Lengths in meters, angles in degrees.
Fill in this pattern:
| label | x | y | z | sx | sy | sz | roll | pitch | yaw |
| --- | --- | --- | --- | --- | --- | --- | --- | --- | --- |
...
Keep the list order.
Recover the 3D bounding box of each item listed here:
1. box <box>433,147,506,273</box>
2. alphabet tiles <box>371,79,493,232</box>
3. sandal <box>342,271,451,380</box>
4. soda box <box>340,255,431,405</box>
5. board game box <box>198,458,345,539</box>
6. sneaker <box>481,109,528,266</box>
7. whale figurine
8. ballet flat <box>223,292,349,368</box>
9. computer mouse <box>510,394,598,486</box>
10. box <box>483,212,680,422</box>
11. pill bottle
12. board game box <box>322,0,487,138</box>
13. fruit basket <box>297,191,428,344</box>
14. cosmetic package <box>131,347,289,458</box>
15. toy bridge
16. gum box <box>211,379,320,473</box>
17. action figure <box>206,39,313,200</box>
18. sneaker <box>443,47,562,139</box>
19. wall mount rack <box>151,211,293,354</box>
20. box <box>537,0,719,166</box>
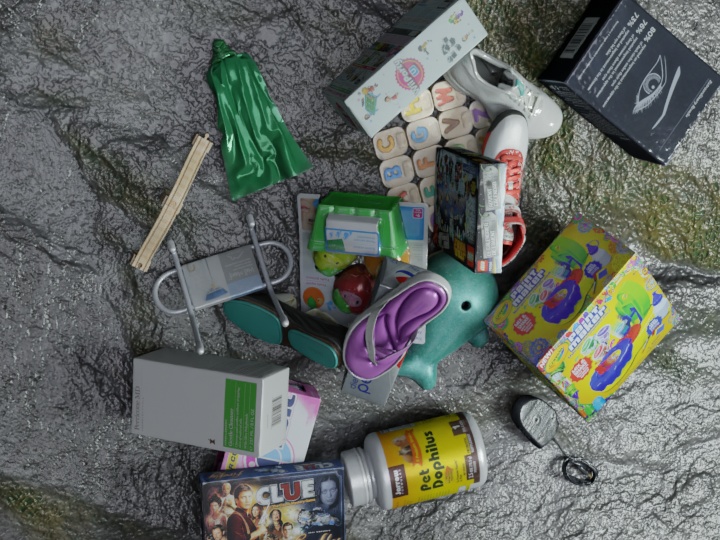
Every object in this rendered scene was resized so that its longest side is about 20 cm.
| label | x | y | z | sx | sy | sz | roll | pitch | yaw |
| --- | --- | --- | --- | --- | --- | --- | --- | --- | --- |
| box | 0.141 | -0.084 | 1.477 | 0.039 | 0.200 | 0.140 | -2 | 102 | -12 |
| alphabet tiles | 0.119 | -0.161 | 1.568 | 0.192 | 0.015 | 0.203 | -17 | 105 | -8 |
| sandal | 0.037 | 0.077 | 1.411 | 0.082 | 0.050 | 0.203 | 29 | 126 | -12 |
| soda box | 0.033 | 0.083 | 1.489 | 0.067 | 0.064 | 0.202 | 17 | 127 | -4 |
| board game box | -0.120 | 0.337 | 1.539 | 0.196 | 0.035 | 0.138 | -4 | 104 | -13 |
| sneaker | 0.199 | -0.106 | 1.518 | 0.066 | 0.108 | 0.204 | 6 | 117 | -23 |
| whale figurine | 0.116 | 0.072 | 1.568 | 0.157 | 0.104 | 0.202 | 28 | 93 | -16 |
| ballet flat | -0.092 | 0.073 | 1.527 | 0.198 | 0.068 | 0.069 | 25 | 134 | 21 |
| computer mouse | 0.290 | 0.258 | 1.686 | 0.059 | 0.034 | 0.200 | -49 | 112 | -17 |
| box | 0.310 | 0.067 | 1.562 | 0.200 | 0.122 | 0.192 | -48 | 135 | 0 |
| pill bottle | 0.074 | 0.274 | 1.598 | 0.196 | 0.109 | 0.111 | -12 | 104 | -9 |
| board game box | 0.053 | -0.270 | 1.464 | 0.199 | 0.148 | 0.064 | -41 | 109 | -1 |
| fruit basket | 0.000 | 0.000 | 1.515 | 0.182 | 0.094 | 0.204 | 6 | 107 | 14 |
| cosmetic package | -0.199 | 0.172 | 1.482 | 0.196 | 0.085 | 0.110 | 5 | 98 | 22 |
| toy bridge | -0.248 | -0.091 | 1.476 | 0.027 | 0.067 | 0.202 | 27 | 95 | -16 |
| gum box | -0.135 | 0.242 | 1.568 | 0.112 | 0.066 | 0.204 | 14 | 98 | -15 |
| action figure | -0.151 | -0.209 | 1.480 | 0.116 | 0.055 | 0.203 | -21 | 98 | -5 |
| sneaker | 0.205 | -0.241 | 1.526 | 0.198 | 0.088 | 0.076 | 27 | 81 | -21 |
| wall mount rack | -0.176 | 0.023 | 1.480 | 0.197 | 0.075 | 0.176 | -18 | 70 | -8 |
| box | 0.374 | -0.264 | 1.555 | 0.199 | 0.104 | 0.149 | 36 | 92 | -17 |
